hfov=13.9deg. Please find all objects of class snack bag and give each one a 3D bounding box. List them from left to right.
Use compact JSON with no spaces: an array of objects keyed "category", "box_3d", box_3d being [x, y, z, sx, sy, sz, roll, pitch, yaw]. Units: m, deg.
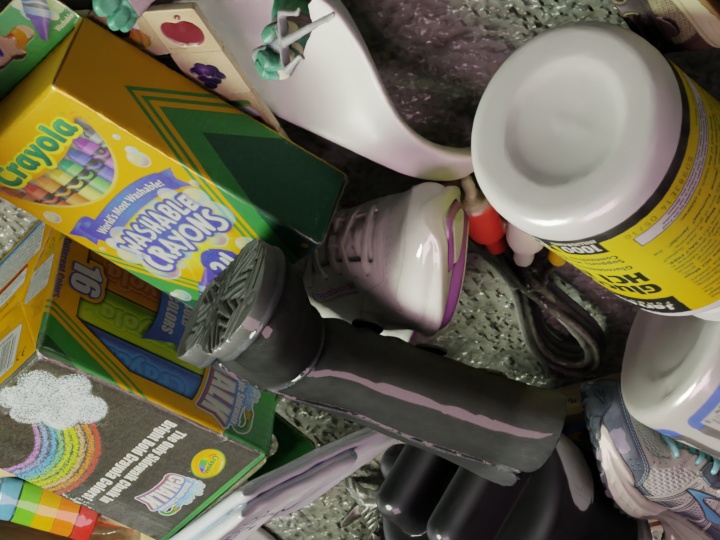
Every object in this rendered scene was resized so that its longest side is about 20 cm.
[{"category":"snack bag","box_3d":[-0.054,0.143,1.784,0.189,0.200,0.021,-39,79,44]}]

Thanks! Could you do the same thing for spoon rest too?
[{"category":"spoon rest","box_3d":[-0.007,-0.101,1.545,0.200,0.061,0.099,24,142,-21]}]

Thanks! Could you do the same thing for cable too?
[{"category":"cable","box_3d":[0.089,0.003,1.666,0.097,0.050,0.200,3,140,11]}]

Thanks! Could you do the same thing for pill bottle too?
[{"category":"pill bottle","box_3d":[0.149,-0.042,1.520,0.112,0.113,0.200,-16,154,28]},{"category":"pill bottle","box_3d":[0.258,0.070,1.670,0.200,0.114,0.114,25,139,-20]}]

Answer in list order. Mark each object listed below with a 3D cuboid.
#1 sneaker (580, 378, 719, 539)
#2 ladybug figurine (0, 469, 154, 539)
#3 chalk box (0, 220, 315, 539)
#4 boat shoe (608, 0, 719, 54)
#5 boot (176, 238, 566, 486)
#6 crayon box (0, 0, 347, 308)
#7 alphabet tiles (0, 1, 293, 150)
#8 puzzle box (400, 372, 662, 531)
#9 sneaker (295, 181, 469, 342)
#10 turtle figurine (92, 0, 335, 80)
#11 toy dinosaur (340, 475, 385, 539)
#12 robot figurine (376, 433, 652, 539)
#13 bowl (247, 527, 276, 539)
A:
[{"category":"sneaker","box_3d":[0.197,0.112,1.741,0.086,0.078,0.200,-25,139,19]},{"category":"ladybug figurine","box_3d":[-0.196,0.133,1.863,0.200,0.072,0.136,19,134,-15]},{"category":"chalk box","box_3d":[-0.122,0.066,1.729,0.200,0.124,0.125,27,138,-24]},{"category":"boat shoe","box_3d":[0.119,-0.164,1.431,0.065,0.073,0.200,-23,132,27]},{"category":"boot","box_3d":[0.016,0.055,1.557,0.200,0.066,0.165,25,171,-10]},{"category":"crayon box","box_3d":[-0.124,-0.059,1.577,0.200,0.052,0.126,31,147,-17]},{"category":"alphabet tiles","box_3d":[-0.134,-0.084,1.601,0.200,0.008,0.167,0,144,31]},{"category":"puzzle box","box_3d":[0.141,0.121,1.828,0.200,0.025,0.133,-16,137,27]},{"category":"sneaker","box_3d":[0.000,0.000,1.622,0.099,0.075,0.200,12,161,-11]},{"category":"turtle figurine","box_3d":[-0.048,-0.169,1.430,0.200,0.101,0.150,-1,108,33]},{"category":"toy dinosaur","box_3d":[0.012,0.218,1.873,0.200,0.136,0.102,17,160,32]},{"category":"robot figurine","box_3d":[0.090,0.153,1.737,0.125,0.150,0.200,-28,145,19]},{"category":"bowl","box_3d":[-0.143,0.237,1.977,0.201,0.091,0.201,6,143,4]}]
